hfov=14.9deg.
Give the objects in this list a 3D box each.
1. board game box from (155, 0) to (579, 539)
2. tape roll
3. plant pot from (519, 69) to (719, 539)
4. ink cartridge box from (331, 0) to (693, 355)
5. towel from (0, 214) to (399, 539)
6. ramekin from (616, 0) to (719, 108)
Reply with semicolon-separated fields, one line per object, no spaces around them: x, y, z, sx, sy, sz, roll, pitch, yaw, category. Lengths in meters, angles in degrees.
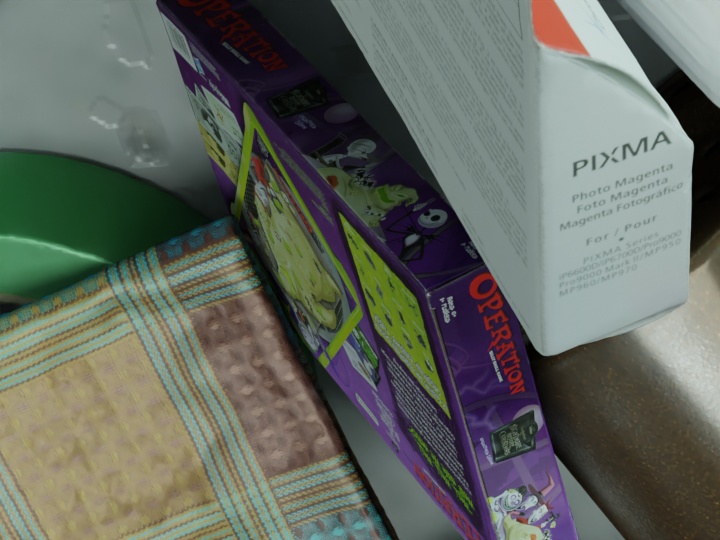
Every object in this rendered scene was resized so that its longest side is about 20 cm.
0.000;0.000;0.838;0.032;0.200;0.121;-23;127;-15;board game box
-0.116;0.051;0.990;0.199;0.048;0.201;6;130;7;tape roll
0.152;0.041;0.841;0.198;0.201;0.200;44;125;-13;plant pot
0.027;-0.096;0.672;0.057;0.163;0.200;-20;147;-13;ink cartridge box
-0.100;0.084;0.928;0.199;0.022;0.147;-24;104;12;towel
0.147;-0.113;0.696;0.201;0.095;0.203;-22;152;-12;ramekin
